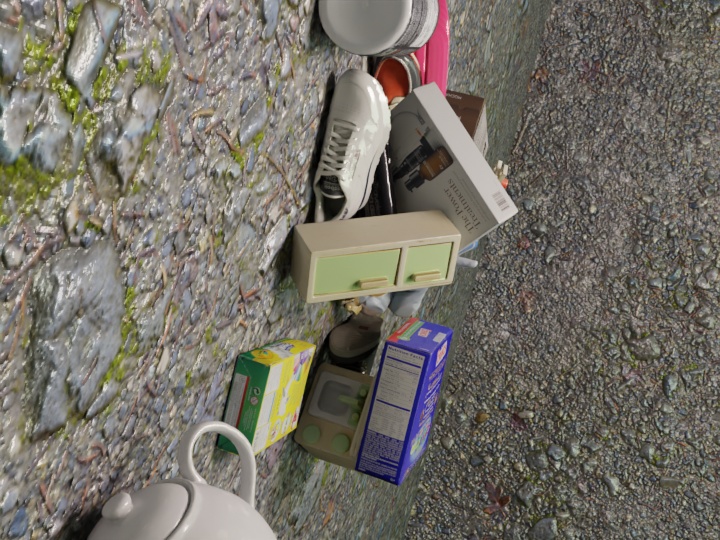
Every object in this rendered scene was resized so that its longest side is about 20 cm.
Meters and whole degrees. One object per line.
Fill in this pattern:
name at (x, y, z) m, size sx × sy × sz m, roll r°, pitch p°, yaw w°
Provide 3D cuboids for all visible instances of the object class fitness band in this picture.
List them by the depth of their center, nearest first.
fitness band at (0.090, -0.308, 1.349) m, size 0.144 × 0.037 × 0.201 m, roll -110°, pitch -165°, yaw -51°

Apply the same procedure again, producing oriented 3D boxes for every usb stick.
usb stick at (0.017, -0.111, 1.262) m, size 0.033 × 0.055 × 0.202 m, roll -31°, pitch 115°, yaw -70°

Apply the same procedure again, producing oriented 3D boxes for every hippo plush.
hippo plush at (0.045, -0.041, 1.467) m, size 0.200 × 0.158 × 0.162 m, roll -45°, pitch -136°, yaw 46°

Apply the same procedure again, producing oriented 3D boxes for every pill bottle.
pill bottle at (0.030, -0.297, 1.111) m, size 0.200 × 0.106 × 0.107 m, roll -36°, pitch 140°, yaw -71°

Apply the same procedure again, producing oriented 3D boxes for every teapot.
teapot at (-0.168, 0.247, 0.834) m, size 0.147 × 0.197 × 0.200 m, roll 61°, pitch -1°, yaw -19°

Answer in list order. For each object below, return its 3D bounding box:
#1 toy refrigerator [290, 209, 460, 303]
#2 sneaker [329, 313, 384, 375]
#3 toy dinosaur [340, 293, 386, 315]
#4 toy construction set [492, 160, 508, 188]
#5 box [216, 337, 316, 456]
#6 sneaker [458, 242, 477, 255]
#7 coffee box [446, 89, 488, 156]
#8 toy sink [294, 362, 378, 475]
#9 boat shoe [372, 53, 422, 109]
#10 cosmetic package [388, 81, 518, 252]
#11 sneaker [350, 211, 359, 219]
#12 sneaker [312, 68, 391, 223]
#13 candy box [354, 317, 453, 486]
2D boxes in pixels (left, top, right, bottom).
toy refrigerator at (0.019, -0.017, 1.202) m, size 0.070 × 0.199 × 0.076 m, roll -125°, pitch -145°, yaw -48°
sneaker at (-0.007, 0.141, 1.550) m, size 0.200 × 0.074 × 0.107 m, roll -34°, pitch 136°, yaw -72°
toy dinosaur at (0.000, 0.000, 1.340) m, size 0.200 × 0.101 × 0.058 m, roll -52°, pitch 162°, yaw -45°
toy construction set at (0.147, -0.176, 1.611) m, size 0.132 × 0.199 × 0.092 m, roll -64°, pitch 175°, yaw 35°
box at (-0.108, 0.149, 1.200) m, size 0.200 × 0.048 × 0.118 m, roll -7°, pitch 112°, yaw -74°
sneaker at (0.101, -0.028, 1.577) m, size 0.077 × 0.199 × 0.076 m, roll 16°, pitch 66°, yaw -46°
coffee box at (0.161, -0.241, 1.728) m, size 0.200 × 0.112 × 0.080 m, roll 58°, pitch 49°, yaw -72°
toy sink at (-0.025, 0.225, 1.500) m, size 0.200 × 0.111 × 0.131 m, roll 69°, pitch 38°, yaw -70°
boat shoe at (0.039, -0.219, 1.338) m, size 0.201 × 0.071 × 0.063 m, roll 97°, pitch 18°, yaw -50°
cosmetic package at (0.091, -0.119, 1.270) m, size 0.052 × 0.201 × 0.151 m, roll -29°, pitch 175°, yaw -42°
sneaker at (0.014, -0.095, 1.365) m, size 0.200 × 0.078 × 0.078 m, roll -48°, pitch 141°, yaw -67°
sneaker at (-0.017, -0.144, 1.184) m, size 0.080 × 0.076 × 0.201 m, roll -42°, pitch 146°, yaw -50°
candy box at (0.066, 0.185, 1.419) m, size 0.169 × 0.077 × 0.201 m, roll -24°, pitch 129°, yaw -72°
